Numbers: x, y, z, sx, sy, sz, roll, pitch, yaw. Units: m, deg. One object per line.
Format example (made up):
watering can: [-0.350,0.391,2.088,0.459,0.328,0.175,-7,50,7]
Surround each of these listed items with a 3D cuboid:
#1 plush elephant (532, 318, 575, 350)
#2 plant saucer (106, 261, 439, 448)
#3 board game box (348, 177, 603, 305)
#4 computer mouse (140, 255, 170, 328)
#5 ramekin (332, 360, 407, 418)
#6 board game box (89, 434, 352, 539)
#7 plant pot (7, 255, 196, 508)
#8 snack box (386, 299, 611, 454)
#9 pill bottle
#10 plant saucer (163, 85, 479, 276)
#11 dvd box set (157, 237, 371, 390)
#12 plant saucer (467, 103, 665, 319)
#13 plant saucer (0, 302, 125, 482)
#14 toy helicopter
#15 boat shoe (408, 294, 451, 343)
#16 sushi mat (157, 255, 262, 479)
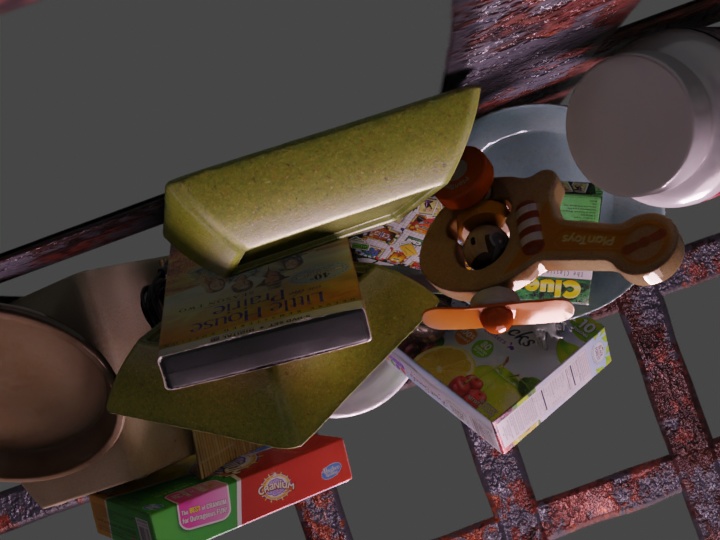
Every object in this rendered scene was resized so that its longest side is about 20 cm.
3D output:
plush elephant: [0.140,-0.047,1.031,0.163,0.202,0.155,-21,-162,12]
plant saucer: [-0.072,0.044,0.859,0.198,0.048,0.200,4,-148,37]
board game box: [0.089,-0.026,0.899,0.197,0.106,0.024,4,-147,6]
computer mouse: [-0.117,0.039,1.002,0.046,0.142,0.199,-19,-173,40]
ramekin: [-0.038,0.048,1.173,0.198,0.203,0.098,-18,-176,-19]
board game box: [-0.130,0.199,1.039,0.198,0.041,0.152,-17,-174,-34]
plant pot: [-0.233,0.104,1.036,0.198,0.179,0.199,-20,177,29]
snack box: [0.119,0.067,1.073,0.142,0.053,0.200,-36,-140,-16]
pill bottle: [0.227,-0.107,0.782,0.119,0.121,0.199,-22,176,40]
plant saucer: [-0.028,-0.047,0.745,0.197,0.048,0.200,-19,177,-12]
dvd box set: [-0.074,0.011,0.832,0.144,0.030,0.201,-14,-154,0]
plant saucer: [0.144,-0.050,0.912,0.199,0.202,0.039,-20,-153,21]
plant saucer: [-0.284,0.095,0.890,0.198,0.201,0.030,-20,-140,15]
toy helicopter: [0.123,-0.010,0.770,0.198,0.133,0.079,4,150,40]
boat shoe: [0.000,0.000,1.072,0.074,0.198,0.075,-62,167,-14]
sushi mat: [-0.131,0.076,1.019,0.012,0.203,0.095,-5,-172,38]
